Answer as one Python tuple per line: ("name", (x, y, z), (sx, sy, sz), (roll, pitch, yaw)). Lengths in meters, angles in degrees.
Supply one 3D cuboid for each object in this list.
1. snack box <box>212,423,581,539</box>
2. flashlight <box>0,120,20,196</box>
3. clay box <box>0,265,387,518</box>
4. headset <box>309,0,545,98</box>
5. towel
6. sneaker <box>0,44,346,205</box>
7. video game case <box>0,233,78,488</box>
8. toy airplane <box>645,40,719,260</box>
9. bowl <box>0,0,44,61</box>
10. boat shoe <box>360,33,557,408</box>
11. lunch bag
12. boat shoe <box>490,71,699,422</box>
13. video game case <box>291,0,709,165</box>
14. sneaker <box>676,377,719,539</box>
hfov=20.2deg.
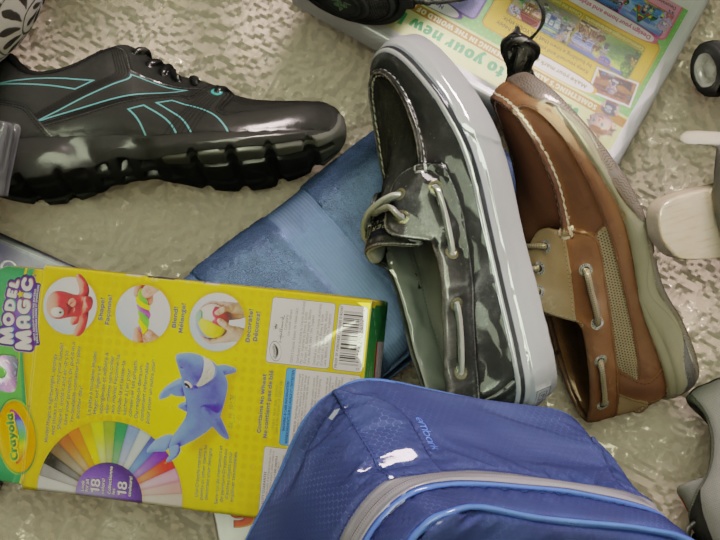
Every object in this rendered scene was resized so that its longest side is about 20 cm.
("snack box", (0.024, 0.133, 1.062), (0.199, 0.024, 0.072), (-10, 82, -2))
("flashlight", (-0.220, 0.017, 1.023), (0.068, 0.068, 0.201), (17, 95, 39))
("clay box", (-0.092, 0.061, 1.021), (0.199, 0.048, 0.115), (6, 90, 13))
("headset", (0.025, -0.170, 1.067), (0.123, 0.094, 0.200), (-39, 65, -10))
("towel", (0.000, 0.000, 1.076), (0.200, 0.049, 0.112), (-38, 82, -6))
("sneaker", (-0.107, -0.084, 1.075), (0.199, 0.075, 0.080), (-3, 74, 2))
("video game case", (-0.247, 0.065, 1.076), (0.143, 0.019, 0.200), (24, 79, 4))
("toy airplane", (0.257, -0.048, 1.038), (0.199, 0.141, 0.200), (36, 66, -14))
("bowl", (-0.244, -0.141, 1.060), (0.200, 0.201, 0.094), (-7, 124, -2))
("boat shoe", (0.036, -0.021, 1.001), (0.071, 0.072, 0.201), (-15, 79, -25))
("lunch bag", (0.061, 0.147, 0.946), (0.200, 0.132, 0.136), (10, 113, -32))
("boat shoe", (0.108, -0.005, 1.027), (0.072, 0.076, 0.200), (-29, 112, -7))
("video game case", (0.092, -0.173, 1.110), (0.200, 0.022, 0.182), (30, 73, 4))
("sneaker", (0.204, 0.149, 1.045), (0.079, 0.074, 0.201), (-1, 75, 11))
